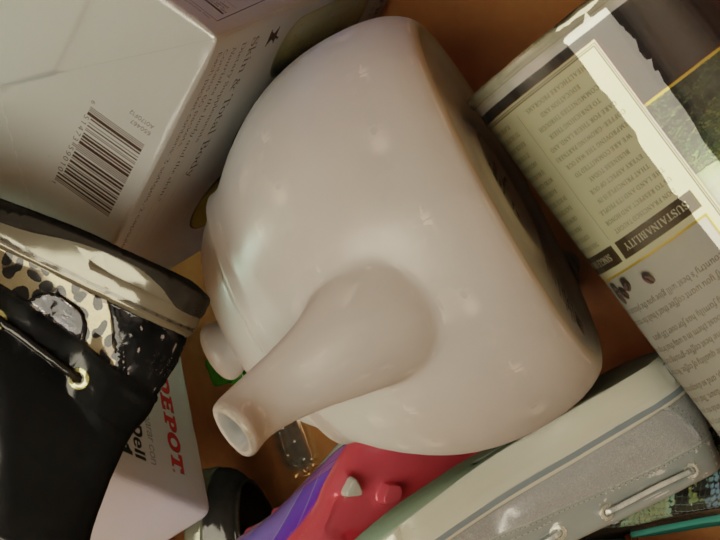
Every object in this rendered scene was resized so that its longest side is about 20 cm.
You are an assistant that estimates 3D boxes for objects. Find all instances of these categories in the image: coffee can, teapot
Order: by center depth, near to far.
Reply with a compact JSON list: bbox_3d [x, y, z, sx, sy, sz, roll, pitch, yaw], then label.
[{"bbox_3d":[0.160,-0.033,1.079,0.146,0.146,0.200,-38,90,28],"label":"coffee can"},{"bbox_3d":[0.000,0.000,1.099,0.146,0.200,0.198,-29,59,11],"label":"teapot"}]

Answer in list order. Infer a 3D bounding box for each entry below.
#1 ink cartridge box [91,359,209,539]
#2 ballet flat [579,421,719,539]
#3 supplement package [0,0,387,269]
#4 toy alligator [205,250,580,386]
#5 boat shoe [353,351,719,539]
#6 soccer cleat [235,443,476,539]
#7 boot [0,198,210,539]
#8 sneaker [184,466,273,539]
[{"bbox_3d":[-0.170,0.041,1.194,0.084,0.200,0.145,-32,52,25],"label":"ink cartridge box"},{"bbox_3d":[0.112,0.096,1.195,0.199,0.074,0.075,-16,100,24],"label":"ballet flat"},{"bbox_3d":[-0.105,-0.101,1.141,0.150,0.200,0.152,35,117,10],"label":"supplement package"},{"bbox_3d":[0.005,0.028,1.218,0.199,0.054,0.060,-17,100,27],"label":"toy alligator"},{"bbox_3d":[0.063,0.114,1.126,0.200,0.070,0.072,-33,91,5],"label":"boat shoe"},{"bbox_3d":[-0.017,0.116,1.205,0.076,0.200,0.067,10,143,56],"label":"soccer cleat"},{"bbox_3d":[-0.175,0.041,1.033,0.203,0.073,0.154,20,89,13],"label":"boot"},{"bbox_3d":[-0.006,0.175,1.267,0.106,0.075,0.201,-15,109,22],"label":"sneaker"}]
